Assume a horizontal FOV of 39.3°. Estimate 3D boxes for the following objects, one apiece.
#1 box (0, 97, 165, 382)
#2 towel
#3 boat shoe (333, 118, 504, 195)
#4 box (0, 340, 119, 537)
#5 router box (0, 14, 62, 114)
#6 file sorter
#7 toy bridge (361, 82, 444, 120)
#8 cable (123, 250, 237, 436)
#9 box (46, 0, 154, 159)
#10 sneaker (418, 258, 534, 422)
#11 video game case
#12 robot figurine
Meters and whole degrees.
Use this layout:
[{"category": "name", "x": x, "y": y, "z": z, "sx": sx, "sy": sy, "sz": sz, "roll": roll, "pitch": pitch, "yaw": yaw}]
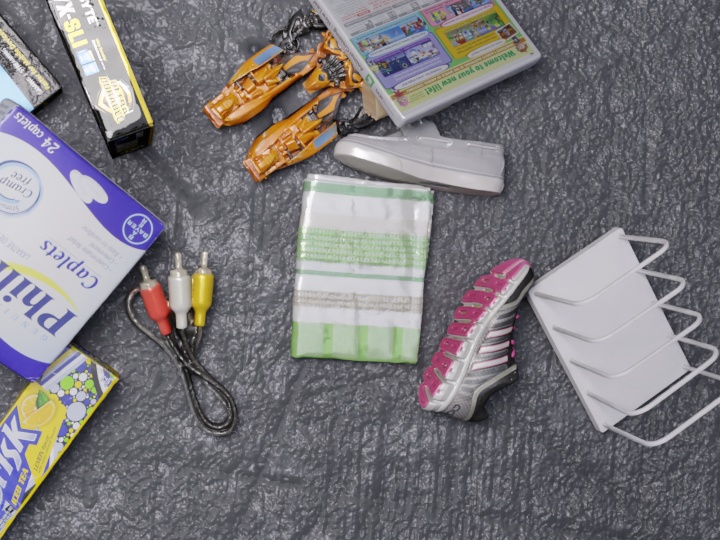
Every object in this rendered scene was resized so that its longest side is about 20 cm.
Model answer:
[{"category": "box", "x": -0.325, "y": -0.029, "z": 0.961, "sx": 0.184, "sy": 0.105, "sz": 0.200, "roll": 42, "pitch": 82, "yaw": -28}, {"category": "towel", "x": 0.000, "y": 0.000, "z": 1.112, "sx": 0.149, "sy": 0.031, "sz": 0.200, "roll": 5, "pitch": 92, "yaw": -12}, {"category": "boat shoe", "x": 0.069, "y": -0.130, "z": 1.102, "sx": 0.200, "sy": 0.072, "sz": 0.069, "roll": 9, "pitch": 85, "yaw": -13}, {"category": "box", "x": -0.330, "y": 0.167, "z": 1.009, "sx": 0.070, "sy": 0.064, "sz": 0.200, "roll": 37, "pitch": 82, "yaw": -12}, {"category": "router box", "x": -0.415, "y": -0.210, "z": 0.986, "sx": 0.149, "sy": 0.051, "sz": 0.200, "roll": -42, "pitch": 102, "yaw": -10}, {"category": "file sorter", "x": 0.306, "y": 0.076, "z": 1.128, "sx": 0.139, "sy": 0.125, "sz": 0.200, "roll": -33, "pitch": 105, "yaw": -11}, {"category": "toy bridge", "x": 0.087, "y": -0.210, "z": 1.108, "sx": 0.200, "sy": 0.027, "sz": 0.067, "roll": -31, "pitch": 139, "yaw": -26}, {"category": "cable", "x": -0.186, "y": 0.082, "z": 1.050, "sx": 0.097, "sy": 0.050, "sz": 0.200, "roll": -13, "pitch": 93, "yaw": -13}, {"category": "box", "x": -0.247, "y": -0.193, "z": 0.954, "sx": 0.049, "sy": 0.200, "sz": 0.160, "roll": -21, "pitch": 96, "yaw": -11}, {"category": "sneaker", "x": 0.146, "y": 0.084, "z": 1.126, "sx": 0.087, "sy": 0.074, "sz": 0.200, "roll": 33, "pitch": 82, "yaw": -19}, {"category": "video game case", "x": 0.068, "y": -0.261, "z": 1.071, "sx": 0.200, "sy": 0.022, "sz": 0.182, "roll": -28, "pitch": 78, "yaw": -28}, {"category": "robot figurine", "x": -0.058, "y": -0.191, "z": 1.074, "sx": 0.200, "sy": 0.058, "sz": 0.145, "roll": -39, "pitch": 101, "yaw": -10}]
